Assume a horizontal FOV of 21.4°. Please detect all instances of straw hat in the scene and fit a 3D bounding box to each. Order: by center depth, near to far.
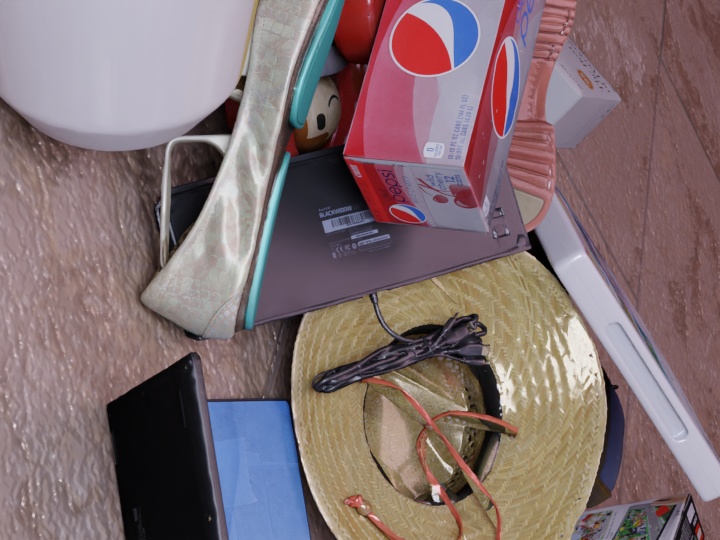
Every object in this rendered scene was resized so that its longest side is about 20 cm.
[{"bbox_3d":[0.030,0.080,1.018,0.200,0.085,0.203,7,74,-25],"label":"straw hat"}]

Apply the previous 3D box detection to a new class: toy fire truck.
[{"bbox_3d":[-0.018,-0.107,1.024,0.200,0.111,0.169,-47,138,-59],"label":"toy fire truck"}]

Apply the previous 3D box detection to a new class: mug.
[{"bbox_3d":[-0.085,-0.138,0.798,0.150,0.185,0.154,-121,-151,-46],"label":"mug"}]

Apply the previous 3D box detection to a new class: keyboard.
[{"bbox_3d":[0.000,0.000,0.962,0.199,0.021,0.128,-15,86,-27],"label":"keyboard"}]

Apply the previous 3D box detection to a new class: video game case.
[{"bbox_3d":[0.145,0.020,1.132,0.182,0.024,0.200,55,9,-25],"label":"video game case"}]

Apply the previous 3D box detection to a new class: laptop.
[{"bbox_3d":[-0.037,0.139,0.830,0.115,0.200,0.189,-6,80,-23],"label":"laptop"}]

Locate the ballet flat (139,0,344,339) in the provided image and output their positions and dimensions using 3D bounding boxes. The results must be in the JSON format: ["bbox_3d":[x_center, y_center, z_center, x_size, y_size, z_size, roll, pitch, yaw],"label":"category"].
[{"bbox_3d":[-0.055,-0.069,0.885,0.067,0.062,0.201,110,-4,-87],"label":"ballet flat"}]

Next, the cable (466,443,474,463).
[{"bbox_3d":[0.062,0.177,1.120,0.200,0.050,0.098,-45,122,-48],"label":"cable"}]

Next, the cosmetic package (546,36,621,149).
[{"bbox_3d":[0.072,-0.164,1.184,0.200,0.051,0.082,51,23,14],"label":"cosmetic package"}]

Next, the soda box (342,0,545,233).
[{"bbox_3d":[0.050,-0.123,0.952,0.070,0.063,0.201,61,39,-58],"label":"soda box"}]

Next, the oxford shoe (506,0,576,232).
[{"bbox_3d":[0.071,-0.118,1.057,0.070,0.074,0.202,10,83,-19],"label":"oxford shoe"}]

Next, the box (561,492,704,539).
[{"bbox_3d":[0.138,0.207,1.160,0.035,0.109,0.200,68,27,-16],"label":"box"}]

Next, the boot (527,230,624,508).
[{"bbox_3d":[0.119,0.060,1.225,0.097,0.074,0.201,56,21,-35],"label":"boot"}]
